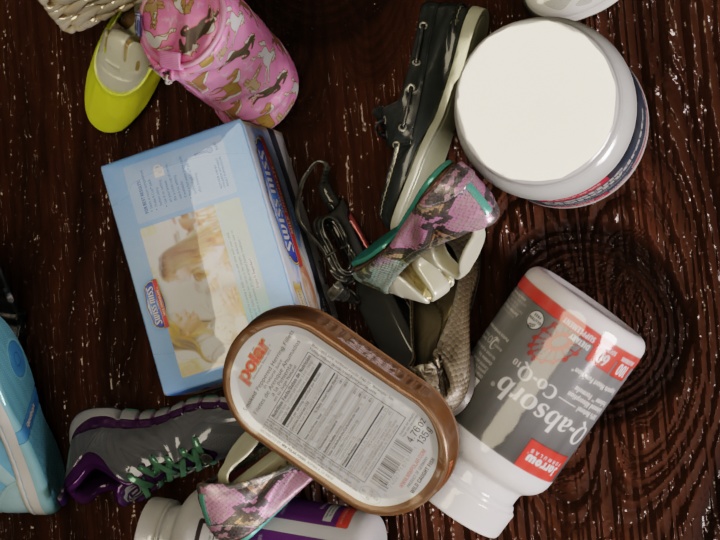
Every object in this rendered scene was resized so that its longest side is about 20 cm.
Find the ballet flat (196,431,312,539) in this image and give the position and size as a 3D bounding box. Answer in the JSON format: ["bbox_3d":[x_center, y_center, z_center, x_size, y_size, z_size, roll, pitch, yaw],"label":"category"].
[{"bbox_3d":[-0.053,0.142,1.617,0.069,0.200,0.071,7,126,52],"label":"ballet flat"}]

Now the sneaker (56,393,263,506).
[{"bbox_3d":[-0.160,0.161,1.670,0.199,0.074,0.088,-8,51,26],"label":"sneaker"}]

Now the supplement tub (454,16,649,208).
[{"bbox_3d":[0.150,-0.123,1.561,0.140,0.200,0.141,0,89,13],"label":"supplement tub"}]

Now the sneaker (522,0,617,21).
[{"bbox_3d":[0.211,-0.272,1.594,0.200,0.115,0.076,-31,83,11],"label":"sneaker"}]

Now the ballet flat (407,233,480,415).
[{"bbox_3d":[0.060,0.026,1.609,0.067,0.046,0.201,-31,44,38],"label":"ballet flat"}]

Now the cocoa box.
[{"bbox_3d":[-0.113,-0.009,1.652,0.133,0.131,0.201,-17,85,12],"label":"cocoa box"}]

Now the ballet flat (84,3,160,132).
[{"bbox_3d":[-0.187,-0.212,1.706,0.067,0.067,0.201,32,96,11],"label":"ballet flat"}]

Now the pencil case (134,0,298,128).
[{"bbox_3d":[-0.113,-0.174,1.624,0.086,0.200,0.083,-27,73,10],"label":"pencil case"}]

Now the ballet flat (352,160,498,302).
[{"bbox_3d":[0.051,-0.018,1.544,0.071,0.200,0.069,48,60,2],"label":"ballet flat"}]

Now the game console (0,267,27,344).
[{"bbox_3d":[-0.404,0.047,1.725,0.199,0.116,0.177,11,91,13],"label":"game console"}]

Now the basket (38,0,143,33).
[{"bbox_3d":[-0.201,-0.333,1.625,0.197,0.161,0.201,-20,48,11],"label":"basket"}]

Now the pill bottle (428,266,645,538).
[{"bbox_3d":[0.129,0.108,1.605,0.116,0.116,0.200,35,97,11],"label":"pill bottle"}]

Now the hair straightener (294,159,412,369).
[{"bbox_3d":[0.000,0.000,1.654,0.041,0.077,0.201,-27,84,28],"label":"hair straightener"}]

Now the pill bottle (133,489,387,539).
[{"bbox_3d":[-0.083,0.241,1.651,0.199,0.112,0.113,8,91,13],"label":"pill bottle"}]

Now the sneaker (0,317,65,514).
[{"bbox_3d":[-0.339,0.131,1.694,0.130,0.080,0.201,-9,116,11],"label":"sneaker"}]

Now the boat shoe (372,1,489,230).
[{"bbox_3d":[0.044,-0.131,1.650,0.066,0.074,0.200,20,93,15],"label":"boat shoe"}]

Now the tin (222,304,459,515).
[{"bbox_3d":[-0.016,0.109,1.548,0.200,0.042,0.112,34,103,6],"label":"tin"}]
